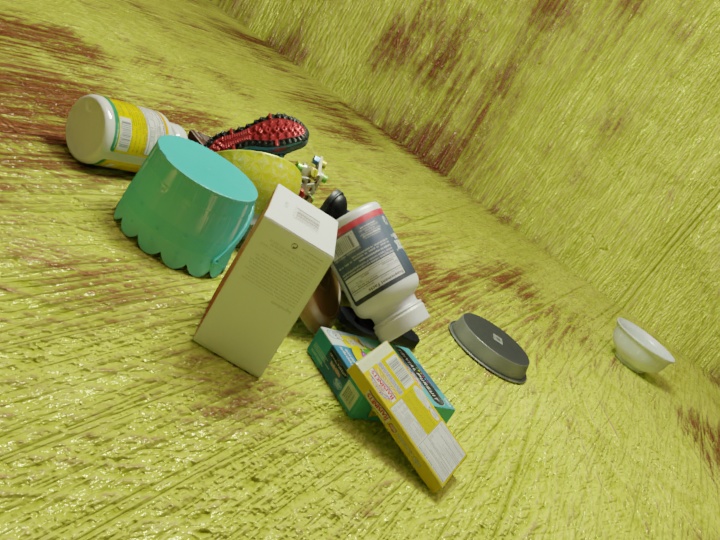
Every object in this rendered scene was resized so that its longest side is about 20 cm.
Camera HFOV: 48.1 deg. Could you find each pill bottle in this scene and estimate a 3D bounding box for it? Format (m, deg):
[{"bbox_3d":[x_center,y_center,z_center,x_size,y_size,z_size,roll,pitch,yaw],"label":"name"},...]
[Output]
[{"bbox_3d":[0.024,0.007,1.278,0.203,0.118,0.119,61,21,4],"label":"pill bottle"},{"bbox_3d":[-0.394,-0.228,1.387,0.113,0.114,0.198,42,20,26],"label":"pill bottle"}]

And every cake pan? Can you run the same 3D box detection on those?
[{"bbox_3d":[0.277,0.158,1.699,0.198,0.037,0.201,31,17,-11],"label":"cake pan"}]

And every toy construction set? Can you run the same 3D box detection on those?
[{"bbox_3d":[-0.116,-0.160,1.672,0.091,0.133,0.201,29,18,-8],"label":"toy construction set"}]

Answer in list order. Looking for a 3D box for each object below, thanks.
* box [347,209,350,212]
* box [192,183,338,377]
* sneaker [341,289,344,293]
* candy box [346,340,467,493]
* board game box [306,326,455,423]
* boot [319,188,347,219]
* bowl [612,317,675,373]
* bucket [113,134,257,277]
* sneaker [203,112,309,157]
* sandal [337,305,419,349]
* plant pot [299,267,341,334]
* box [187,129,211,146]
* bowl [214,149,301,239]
[{"bbox_3d":[-0.051,-0.075,1.668,0.063,0.071,0.201,28,18,-8],"label":"box"},{"bbox_3d":[-0.125,0.011,1.094,0.105,0.202,0.153,30,17,-11],"label":"box"},{"bbox_3d":[0.000,0.000,1.542,0.080,0.084,0.201,31,19,-6],"label":"sneaker"},{"bbox_3d":[0.067,0.200,1.120,0.202,0.026,0.102,55,32,7],"label":"candy box"},{"bbox_3d":[0.033,0.166,1.226,0.198,0.047,0.151,17,24,-42],"label":"board game box"},{"bbox_3d":[0.008,-0.027,1.390,0.199,0.166,0.066,39,54,12],"label":"boot"},{"bbox_3d":[0.808,0.236,2.351,0.199,0.091,0.202,31,17,-10],"label":"bowl"},{"bbox_3d":[-0.265,-0.104,1.256,0.205,0.136,0.208,31,18,-12],"label":"bucket"},{"bbox_3d":[-0.180,-0.215,1.445,0.096,0.195,0.081,64,18,-55],"label":"sneaker"},{"bbox_3d":[0.032,0.091,1.427,0.198,0.043,0.076,16,24,-45],"label":"sandal"},{"bbox_3d":[-0.072,0.002,1.294,0.200,0.027,0.205,-15,91,-73],"label":"plant pot"},{"bbox_3d":[-0.255,-0.185,1.544,0.198,0.101,0.075,16,23,-45],"label":"box"},{"bbox_3d":[-0.202,-0.119,1.417,0.198,0.198,0.110,17,67,-42],"label":"bowl"}]
